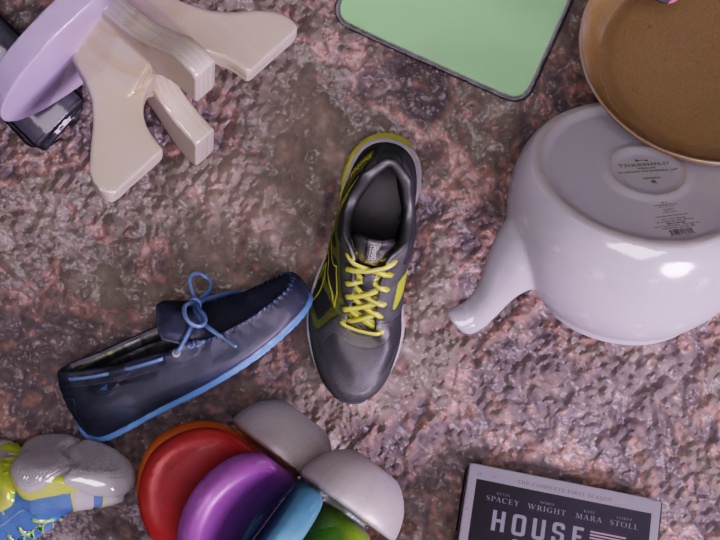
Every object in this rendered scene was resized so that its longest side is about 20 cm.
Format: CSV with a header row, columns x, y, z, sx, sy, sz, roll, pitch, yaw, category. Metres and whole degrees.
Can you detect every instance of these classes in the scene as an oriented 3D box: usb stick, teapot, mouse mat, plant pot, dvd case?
x,y,z,sx,sy,sz,roll,pitch,yaw,category
-0.286,-0.172,1.678,0.055,0.033,0.200,-45,93,5,usb stick
0.195,-0.016,1.633,0.199,0.197,0.146,23,133,17,teapot
0.089,-0.242,1.679,0.161,0.008,0.201,24,96,-2,mouse mat
0.254,-0.152,1.630,0.199,0.028,0.201,0,58,0,plant pot
0.136,0.244,1.662,0.150,0.025,0.201,11,59,-1,dvd case

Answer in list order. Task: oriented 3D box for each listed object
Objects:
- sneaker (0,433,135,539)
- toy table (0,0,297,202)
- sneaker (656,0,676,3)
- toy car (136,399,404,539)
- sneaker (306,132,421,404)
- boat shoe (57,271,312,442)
x,y,z,sx,sy,sz,roll,pitch,yaw,category
-0.254,0.178,1.689,0.199,0.076,0.105,3,109,21,sneaker
-0.151,-0.146,1.617,0.200,0.184,0.117,-45,80,-3,toy table
0.243,-0.277,1.628,0.095,0.079,0.200,35,93,10,sneaker
-0.083,0.176,1.623,0.175,0.200,0.150,-53,137,-6,toy car
0.000,0.000,1.665,0.074,0.085,0.201,7,96,1,sneaker
-0.131,0.053,1.672,0.200,0.084,0.069,-32,106,1,boat shoe
